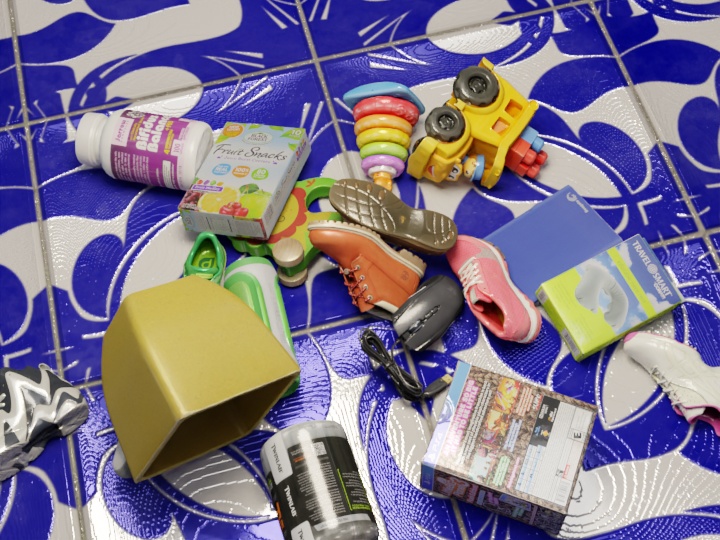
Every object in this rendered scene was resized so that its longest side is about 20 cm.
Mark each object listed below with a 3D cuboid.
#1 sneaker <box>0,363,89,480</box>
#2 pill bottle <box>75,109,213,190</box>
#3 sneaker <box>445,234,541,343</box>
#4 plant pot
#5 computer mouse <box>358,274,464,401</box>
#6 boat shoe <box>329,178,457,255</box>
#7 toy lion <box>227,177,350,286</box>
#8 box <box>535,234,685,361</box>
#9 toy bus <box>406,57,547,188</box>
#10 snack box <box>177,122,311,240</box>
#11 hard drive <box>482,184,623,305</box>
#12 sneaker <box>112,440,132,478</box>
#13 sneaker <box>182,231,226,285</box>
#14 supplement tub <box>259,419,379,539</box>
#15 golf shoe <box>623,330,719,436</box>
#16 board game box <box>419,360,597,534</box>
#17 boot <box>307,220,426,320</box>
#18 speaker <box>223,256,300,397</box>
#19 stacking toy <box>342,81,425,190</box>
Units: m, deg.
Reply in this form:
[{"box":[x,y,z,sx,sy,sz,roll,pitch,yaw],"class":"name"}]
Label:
[{"box":[-0.495,0.203,1.556,0.199,0.080,0.130,-37,64,-18],"class":"sneaker"},{"box":[-0.341,-0.194,1.760,0.199,0.112,0.113,10,61,7],"class":"pill bottle"},{"box":[0.182,0.022,1.623,0.087,0.074,0.200,-4,49,-49],"class":"sneaker"},{"box":[-0.236,0.125,1.475,0.195,0.194,0.200,-19,68,-40],"class":"plant pot"},{"box":[0.105,0.095,1.605,0.200,0.046,0.141,-35,88,-32],"class":"computer mouse"},{"box":[0.043,-0.070,1.648,0.199,0.068,0.072,23,64,-3],"class":"boat shoe"},{"box":[-0.105,-0.083,1.725,0.200,0.069,0.192,-31,56,-15],"class":"toy lion"},{"box":[0.373,0.034,1.636,0.199,0.048,0.122,-27,75,-13],"class":"box"},{"box":[0.195,-0.199,1.752,0.192,0.136,0.200,37,68,3],"class":"toy bus"},{"box":[-0.177,-0.142,1.722,0.142,0.053,0.200,8,51,19],"class":"snack box"},{"box":[0.282,-0.034,1.701,0.200,0.025,0.132,-32,64,-15],"class":"hard drive"},{"box":[-0.312,0.199,1.565,0.080,0.071,0.201,8,53,12],"class":"sneaker"},{"box":[-0.240,0.032,1.644,0.074,0.084,0.201,0,61,1],"class":"sneaker"},{"box":[-0.050,0.308,1.458,0.122,0.123,0.201,-16,60,-8],"class":"supplement tub"},{"box":[0.453,0.157,1.562,0.200,0.075,0.092,28,68,18],"class":"golf shoe"},{"box":[0.199,0.239,1.505,0.199,0.097,0.160,18,62,12],"class":"board game box"},{"box":[0.000,0.000,1.625,0.200,0.075,0.108,28,71,-22],"class":"boot"},{"box":[-0.143,0.083,1.611,0.088,0.089,0.201,-13,60,-6],"class":"speaker"},{"box":[0.037,-0.185,1.761,0.116,0.110,0.201,-6,70,23],"class":"stacking toy"}]
